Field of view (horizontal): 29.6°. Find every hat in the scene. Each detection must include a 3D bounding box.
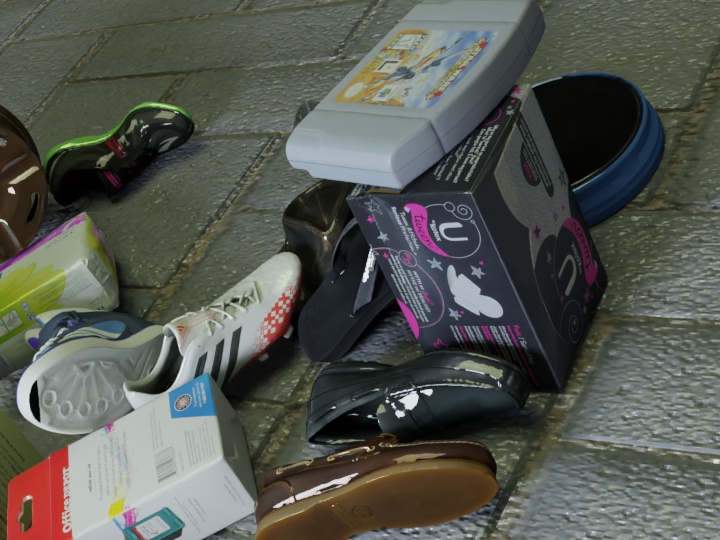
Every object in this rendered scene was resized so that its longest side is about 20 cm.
[{"bbox_3d":[-0.020,-0.037,1.257,0.198,0.081,0.202,-19,36,15],"label":"hat"}]

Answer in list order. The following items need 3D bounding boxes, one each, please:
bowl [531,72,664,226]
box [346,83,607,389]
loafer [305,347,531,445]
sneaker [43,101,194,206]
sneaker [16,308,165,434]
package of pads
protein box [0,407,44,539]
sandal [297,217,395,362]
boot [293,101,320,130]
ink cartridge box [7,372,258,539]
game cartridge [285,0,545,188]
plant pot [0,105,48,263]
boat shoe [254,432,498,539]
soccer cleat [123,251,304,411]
[{"bbox_3d":[0.176,-0.108,1.238,0.198,0.040,0.202,-20,36,15],"label":"bowl"},{"bbox_3d":[0.098,-0.024,1.048,0.113,0.201,0.133,0,43,35],"label":"box"},{"bbox_3d":[0.041,0.106,1.052,0.198,0.068,0.071,-9,47,37],"label":"loafer"},{"bbox_3d":[-0.277,-0.129,1.587,0.198,0.077,0.085,-25,52,14],"label":"sneaker"},{"bbox_3d":[-0.266,0.085,1.216,0.145,0.082,0.199,7,15,33],"label":"sneaker"},{"bbox_3d":[-0.321,0.023,1.387,0.153,0.069,0.200,-32,20,0],"label":"package of pads"},{"bbox_3d":[-0.398,0.193,1.148,0.133,0.200,0.202,-10,40,27],"label":"protein box"},{"bbox_3d":[0.000,0.001,1.137,0.201,0.042,0.076,-58,46,27],"label":"sandal"},{"bbox_3d":[0.043,-0.125,1.300,0.198,0.069,0.130,22,18,38],"label":"boot"},{"bbox_3d":[-0.190,0.184,1.121,0.198,0.068,0.117,-28,34,4],"label":"ink cartridge box"},{"bbox_3d":[0.048,-0.140,1.024,0.132,0.042,0.200,6,46,47],"label":"game cartridge"},{"bbox_3d":[-0.431,-0.091,1.490,0.200,0.201,0.198,-39,22,-13],"label":"plant pot"},{"bbox_3d":[0.008,0.154,1.008,0.197,0.071,0.071,-16,41,21],"label":"boat shoe"},{"bbox_3d":[-0.126,0.056,1.193,0.201,0.085,0.068,-50,39,-8],"label":"soccer cleat"}]
